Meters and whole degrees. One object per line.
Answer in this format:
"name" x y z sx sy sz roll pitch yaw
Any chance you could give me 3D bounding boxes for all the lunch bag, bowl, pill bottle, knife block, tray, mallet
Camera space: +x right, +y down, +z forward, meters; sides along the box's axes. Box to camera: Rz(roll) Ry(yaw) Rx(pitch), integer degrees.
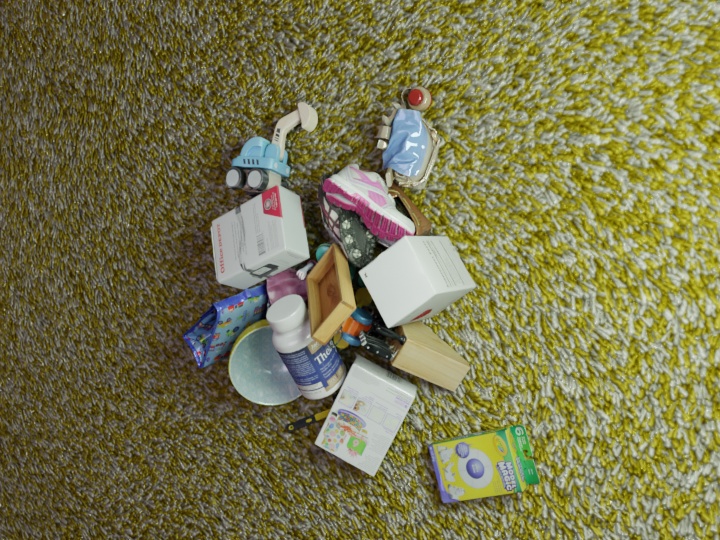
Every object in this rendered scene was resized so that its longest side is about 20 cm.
"lunch bag" -0.284 0.109 1.550 0.095 0.149 0.201 54 134 16
"bowl" -0.194 0.183 1.544 0.203 0.196 0.108 -62 22 17
"pill bottle" -0.113 0.153 1.425 0.109 0.112 0.203 -7 124 30
"knife block" 0.095 0.157 1.343 0.199 0.174 0.065 41 111 22
"tray" -0.059 0.041 1.340 0.099 0.037 0.202 -50 25 22
"mallet" -0.094 0.312 1.546 0.197 0.041 0.068 -19 84 34

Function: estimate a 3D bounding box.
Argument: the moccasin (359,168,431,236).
"moccasin" 0.055 -0.132 1.411 0.074 0.077 0.202 -47 70 23

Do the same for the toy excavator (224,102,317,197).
"toy excavator" -0.195 -0.269 1.553 0.190 0.099 0.206 6 87 29

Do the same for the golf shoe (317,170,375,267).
"golf shoe" -0.031 -0.096 1.406 0.088 0.076 0.205 -39 67 58

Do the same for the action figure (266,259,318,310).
"action figure" -0.106 0.036 1.521 0.194 0.150 0.137 -8 113 12

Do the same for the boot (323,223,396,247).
"boot" 0.006 -0.079 1.456 0.199 0.073 0.097 40 119 29

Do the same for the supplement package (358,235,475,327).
"supplement package" 0.110 0.018 1.314 0.120 0.198 0.122 -36 75 27

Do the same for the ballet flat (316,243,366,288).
"ballet flat" 0.000 0.000 1.449 0.197 0.070 0.069 28 117 13

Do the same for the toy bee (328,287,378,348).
"toy bee" -0.026 0.089 1.403 0.108 0.200 0.132 39 89 28

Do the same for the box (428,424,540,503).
"box" 0.236 0.372 1.344 0.196 0.048 0.120 -20 83 28

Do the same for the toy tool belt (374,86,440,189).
"toy tool belt" 0.089 -0.262 1.359 0.122 0.122 0.206 10 97 29

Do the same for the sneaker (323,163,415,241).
"sneaker" 0.029 -0.137 1.342 0.198 0.089 0.081 37 154 -1

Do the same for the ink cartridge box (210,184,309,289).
"ink cartridge box" -0.214 -0.066 1.477 0.197 0.083 0.149 -23 66 29

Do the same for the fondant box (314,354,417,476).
"fondant box" 0.011 0.298 1.440 0.142 0.058 0.204 27 105 3
